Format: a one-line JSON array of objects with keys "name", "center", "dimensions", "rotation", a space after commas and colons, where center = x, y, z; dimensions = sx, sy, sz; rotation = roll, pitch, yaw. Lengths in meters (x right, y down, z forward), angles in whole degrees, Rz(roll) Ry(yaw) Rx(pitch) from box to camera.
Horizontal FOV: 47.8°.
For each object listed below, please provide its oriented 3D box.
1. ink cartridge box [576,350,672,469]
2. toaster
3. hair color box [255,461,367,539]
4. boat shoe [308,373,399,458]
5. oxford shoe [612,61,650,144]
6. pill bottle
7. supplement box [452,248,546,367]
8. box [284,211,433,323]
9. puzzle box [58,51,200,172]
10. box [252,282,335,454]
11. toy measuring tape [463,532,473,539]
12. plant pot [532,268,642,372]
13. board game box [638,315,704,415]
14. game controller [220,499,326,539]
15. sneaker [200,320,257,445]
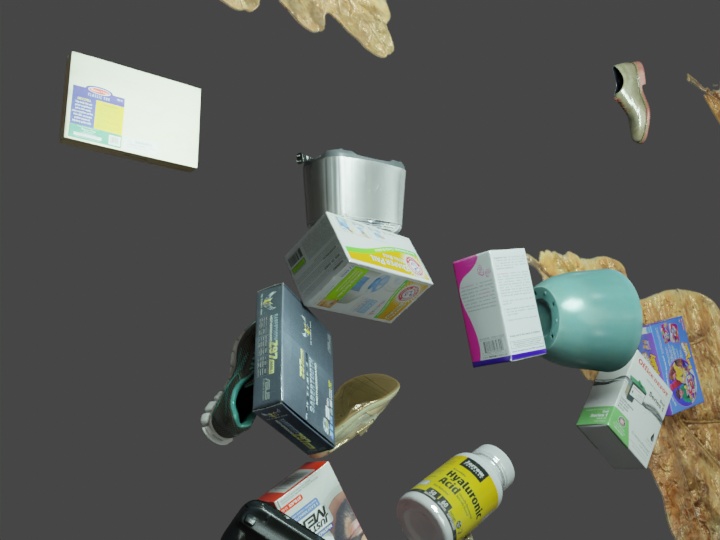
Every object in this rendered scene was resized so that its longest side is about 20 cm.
[{"name": "ink cartridge box", "center": [0.544, 0.283, 1.667], "dimensions": [0.146, 0.084, 0.200], "rotation": [46, 56, -19]}, {"name": "toaster", "center": [-0.015, -0.119, 1.336], "dimensions": [0.200, 0.114, 0.130], "rotation": [6, 77, -38]}, {"name": "hair color box", "center": [-0.058, 0.397, 1.199], "dimensions": [0.111, 0.064, 0.200], "rotation": [-30, 98, -38]}, {"name": "boat shoe", "center": [-0.013, 0.227, 1.282], "dimensions": [0.200, 0.072, 0.065], "rotation": [-29, 132, -44]}, {"name": "oxford shoe", "center": [0.640, -0.398, 1.943], "dimensions": [0.075, 0.070, 0.201], "rotation": [-4, 81, -11]}, {"name": "pill bottle", "center": [0.163, 0.370, 1.342], "dimensions": [0.200, 0.111, 0.111], "rotation": [-27, 94, -39]}, {"name": "supplement box", "center": [0.254, 0.067, 1.495], "dimensions": [0.103, 0.101, 0.200], "rotation": [-6, 82, -38]}, {"name": "box", "center": [0.000, 0.000, 1.275], "dimensions": [0.200, 0.112, 0.101], "rotation": [16, 39, -46]}, {"name": "puzzle box", "center": [-0.330, -0.228, 1.182], "dimensions": [0.200, 0.025, 0.133], "rotation": [11, 72, -34]}, {"name": "box", "center": [-0.093, 0.142, 1.171], "dimensions": [0.158, 0.051, 0.200], "rotation": [51, 27, -46]}, {"name": "toy measuring tape", "center": [0.197, 0.528, 1.349], "dimensions": [0.074, 0.074, 0.200], "rotation": [-39, 105, -37]}, {"name": "plant pot", "center": [0.406, 0.094, 1.550], "dimensions": [0.161, 0.201, 0.201], "rotation": [2, 77, -24]}, {"name": "board game box", "center": [0.691, 0.212, 1.821], "dimensions": [0.134, 0.045, 0.200], "rotation": [-8, 83, -38]}, {"name": "game controller", "center": [-0.096, 0.404, 1.129], "dimensions": [0.200, 0.104, 0.042], "rotation": [34, 18, -3]}, {"name": "sneaker", "center": [-0.153, 0.156, 1.172], "dimensions": [0.078, 0.091, 0.200], "rotation": [32, 60, -23]}]
